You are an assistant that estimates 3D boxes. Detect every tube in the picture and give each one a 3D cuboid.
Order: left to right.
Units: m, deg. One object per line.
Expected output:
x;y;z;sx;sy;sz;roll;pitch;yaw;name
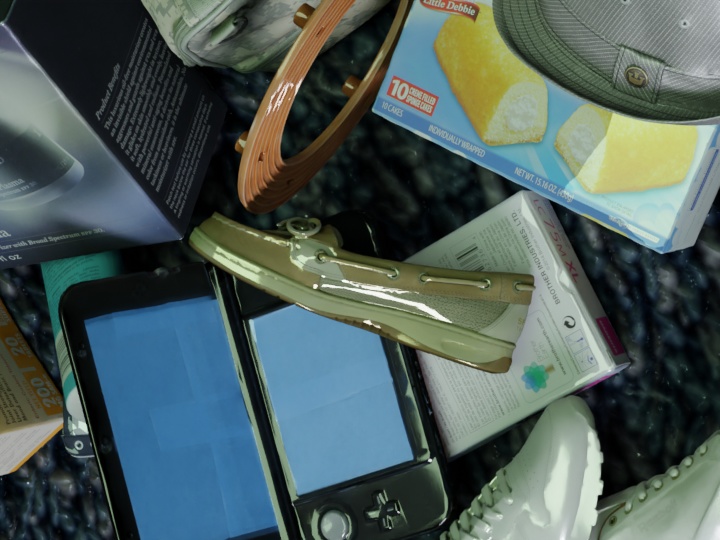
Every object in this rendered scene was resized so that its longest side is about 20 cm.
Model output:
-0.179;0.006;1.268;0.077;0.050;0.201;-33;49;20;tube

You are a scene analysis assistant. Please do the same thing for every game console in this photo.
-0.060;0.080;1.160;0.171;0.118;0.202;-20;81;26;game console

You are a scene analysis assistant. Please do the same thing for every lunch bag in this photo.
-0.088;-0.224;1.168;0.139;0.167;0.201;-33;79;25;lunch bag

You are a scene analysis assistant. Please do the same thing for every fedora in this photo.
0.168;-0.169;1.038;0.199;0.091;0.177;32;63;24;fedora

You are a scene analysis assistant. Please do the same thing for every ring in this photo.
-0.014;-0.121;1.120;0.019;0.200;0.201;34;109;11;ring

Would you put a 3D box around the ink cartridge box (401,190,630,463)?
0.052;0.050;1.191;0.199;0.042;0.120;-31;79;23;ink cartridge box

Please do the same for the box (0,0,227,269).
-0.225;-0.109;1.214;0.199;0.199;0.124;-9;47;29;box

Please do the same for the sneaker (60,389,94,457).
-0.120;0.122;1.268;0.108;0.070;0.201;-37;71;20;sneaker

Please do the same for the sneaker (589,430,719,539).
0.174;0.137;1.117;0.084;0.073;0.201;33;109;18;sneaker

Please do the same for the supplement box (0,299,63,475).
-0.295;0.078;1.282;0.073;0.200;0.126;-40;77;24;supplement box

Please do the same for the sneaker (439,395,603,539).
0.085;0.163;1.143;0.080;0.076;0.201;16;108;-3;sneaker

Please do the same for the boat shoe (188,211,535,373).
0.001;0.000;1.127;0.199;0.073;0.064;20;90;-2;boat shoe

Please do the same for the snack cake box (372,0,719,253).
0.120;-0.105;1.128;0.199;0.067;0.116;28;107;22;snack cake box
